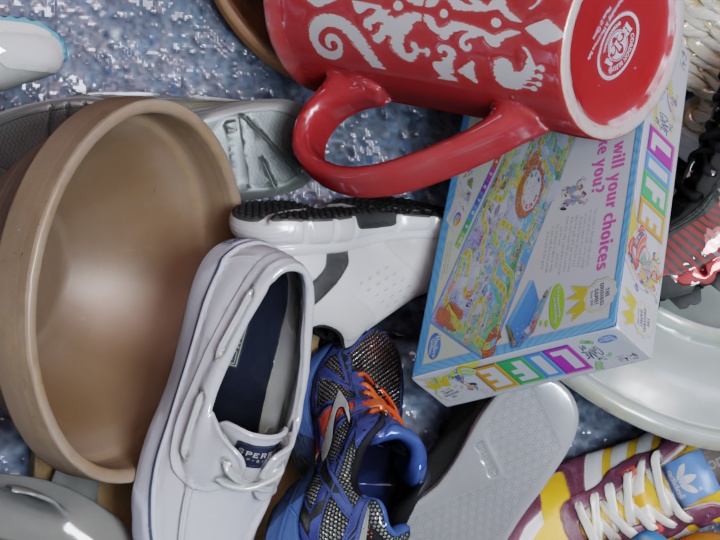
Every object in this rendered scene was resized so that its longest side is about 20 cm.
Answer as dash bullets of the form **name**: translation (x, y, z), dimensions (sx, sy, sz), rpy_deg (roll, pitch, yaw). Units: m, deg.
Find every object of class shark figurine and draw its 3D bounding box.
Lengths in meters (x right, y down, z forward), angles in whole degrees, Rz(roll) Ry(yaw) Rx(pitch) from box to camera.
- **shark figurine**: translation (-0.200, 0.133, 1.159), dimensions (0.214, 0.090, 0.129), rpy_deg (0, 75, -14)

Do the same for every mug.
- **mug**: translation (0.061, -0.122, 1.213), dimensions (0.133, 0.200, 0.178), rpy_deg (-5, 107, -49)

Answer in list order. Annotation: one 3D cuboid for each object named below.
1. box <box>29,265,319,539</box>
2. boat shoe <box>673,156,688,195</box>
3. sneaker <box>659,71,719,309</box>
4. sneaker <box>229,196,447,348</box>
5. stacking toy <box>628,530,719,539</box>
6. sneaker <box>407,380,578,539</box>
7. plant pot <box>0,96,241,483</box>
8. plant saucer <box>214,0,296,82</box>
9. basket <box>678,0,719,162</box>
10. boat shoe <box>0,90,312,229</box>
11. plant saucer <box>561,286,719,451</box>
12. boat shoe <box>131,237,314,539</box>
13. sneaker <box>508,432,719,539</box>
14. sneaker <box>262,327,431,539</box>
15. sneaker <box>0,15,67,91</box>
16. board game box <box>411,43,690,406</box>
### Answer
- **box**: translation (-0.103, 0.082, 1.253), dimensions (0.163, 0.021, 0.201), rpy_deg (5, 76, -16)
- **boat shoe**: translation (0.188, -0.065, 1.359), dimensions (0.199, 0.072, 0.068), rpy_deg (8, 78, -14)
- **sneaker**: translation (0.211, -0.064, 1.210), dimensions (0.200, 0.071, 0.098), rpy_deg (-40, 105, -3)
- **sneaker**: translation (0.000, 0.000, 1.268), dimensions (0.200, 0.074, 0.080), rpy_deg (-5, 102, -45)
- **stacking toy**: translation (0.237, 0.183, 1.280), dimensions (0.200, 0.110, 0.116), rpy_deg (-19, 65, -34)
- **sneaker**: translation (0.052, 0.133, 1.272), dimensions (0.071, 0.099, 0.200), rpy_deg (38, 99, -3)
- **plant pot**: translation (-0.149, 0.006, 1.175), dimensions (0.092, 0.201, 0.201), rpy_deg (9, 68, 28)
- **plant saucer**: translation (-0.005, -0.196, 1.348), dimensions (0.199, 0.037, 0.201), rpy_deg (4, 76, -18)
- **basket**: translation (0.209, -0.190, 1.318), dimensions (0.198, 0.161, 0.200), rpy_deg (29, 48, -10)
- **boat shoe**: translation (-0.124, -0.067, 1.269), dimensions (0.201, 0.065, 0.075), rpy_deg (-8, 100, -14)
- **plant saucer**: translation (0.171, 0.021, 1.281), dimensions (0.200, 0.050, 0.200), rpy_deg (21, 28, -12)
- **boat shoe**: translation (-0.068, 0.085, 1.152), dimensions (0.073, 0.065, 0.201), rpy_deg (3, 98, -32)
- **sneaker**: translation (0.160, 0.129, 1.292), dimensions (0.200, 0.090, 0.075), rpy_deg (-28, 86, -22)
- **sneaker**: translation (0.006, 0.101, 1.212), dimensions (0.075, 0.078, 0.200), rpy_deg (41, 32, -26)
- **sneaker**: translation (-0.256, -0.092, 1.225), dimensions (0.199, 0.077, 0.081), rpy_deg (-13, 88, -14)
- **board game box**: translation (0.105, -0.031, 1.217), dimensions (0.034, 0.134, 0.200), rpy_deg (39, 49, -36)
